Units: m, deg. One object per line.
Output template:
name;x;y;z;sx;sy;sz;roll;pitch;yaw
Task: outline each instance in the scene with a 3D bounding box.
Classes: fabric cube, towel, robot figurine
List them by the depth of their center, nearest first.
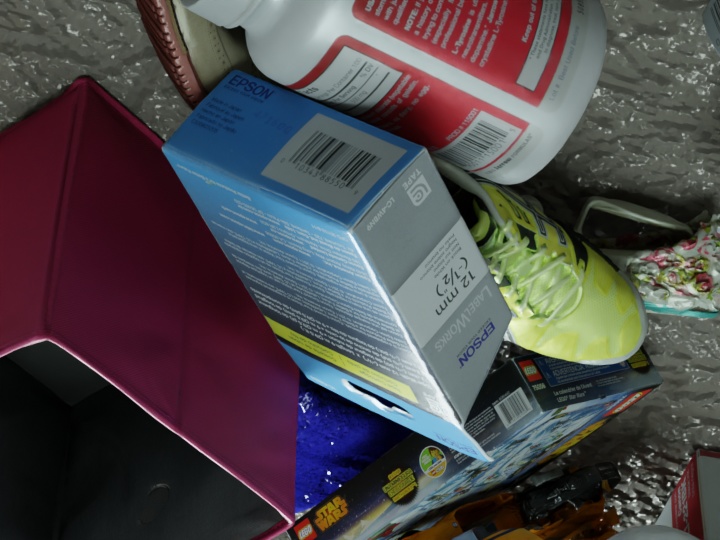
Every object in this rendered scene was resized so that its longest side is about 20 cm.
fabric cube;-0.165;0.055;1.541;0.196;0.199;0.200;-29;128;28
towel;-0.066;0.124;1.670;0.200;0.050;0.148;-33;157;27
robot figurine;0.074;0.175;1.686;0.200;0.058;0.145;-16;162;-41

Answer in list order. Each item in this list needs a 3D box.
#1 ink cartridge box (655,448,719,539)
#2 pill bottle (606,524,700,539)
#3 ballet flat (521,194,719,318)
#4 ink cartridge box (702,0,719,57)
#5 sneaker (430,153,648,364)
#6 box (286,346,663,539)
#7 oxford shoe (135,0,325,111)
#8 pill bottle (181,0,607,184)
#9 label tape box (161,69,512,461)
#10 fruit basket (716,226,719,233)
ink cartridge box;0.248;0.218;1.772;0.144;0.084;0.200;11;133;-11
pill bottle;0.141;0.240;1.691;0.112;0.113;0.200;20;145;-18
ballet flat;0.115;-0.011;1.571;0.200;0.076;0.064;2;104;-6
ink cartridge box;0.300;-0.160;1.434;0.200;0.047;0.160;5;137;-27
sneaker;0.071;-0.007;1.492;0.200;0.076;0.075;33;97;-15
box;0.067;0.109;1.645;0.200;0.040;0.137;-38;163;32
oxford shoe;-0.062;-0.108;1.480;0.075;0.070;0.200;-29;134;-1
pill bottle;0.015;-0.130;1.409;0.200;0.112;0.112;24;131;-20
label tape box;0.000;0.000;1.447;0.143;0.066;0.200;24;156;40
fruit basket;0.301;-0.079;1.444;0.185;0.094;0.200;-2;155;-17
